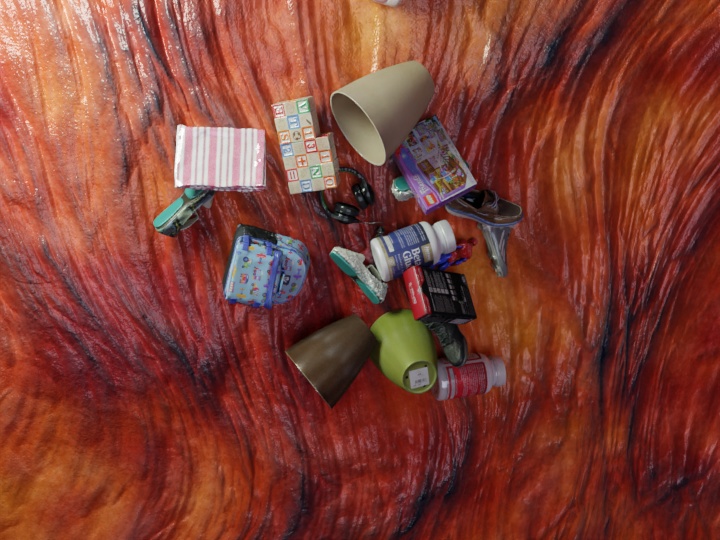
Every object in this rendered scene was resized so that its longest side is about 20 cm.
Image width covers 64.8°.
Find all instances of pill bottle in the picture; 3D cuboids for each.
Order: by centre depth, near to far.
[{"bbox_3d":[0.133,-0.056,1.417,0.197,0.111,0.113,-20,112,-5],"label":"pill bottle"},{"bbox_3d":[0.296,0.291,1.574,0.196,0.112,0.114,-6,110,-10],"label":"pill bottle"}]

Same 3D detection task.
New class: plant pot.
[{"bbox_3d":[0.066,-0.373,1.269,0.199,0.187,0.188,-40,113,-12],"label":"plant pot"},{"bbox_3d":[-0.060,0.212,1.448,0.199,0.186,0.188,-40,113,-12],"label":"plant pot"},{"bbox_3d":[0.126,0.226,1.466,0.184,0.200,0.190,-4,110,-11],"label":"plant pot"}]

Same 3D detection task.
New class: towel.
[{"bbox_3d":[-0.309,-0.251,1.257,0.196,0.030,0.149,0,77,-13],"label":"towel"}]

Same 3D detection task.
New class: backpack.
[{"bbox_3d":[-0.216,0.002,1.349,0.197,0.135,0.185,14,106,-20],"label":"backpack"}]

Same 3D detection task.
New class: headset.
[{"bbox_3d":[-0.013,-0.161,1.383,0.200,0.094,0.124,44,100,-7],"label":"headset"}]

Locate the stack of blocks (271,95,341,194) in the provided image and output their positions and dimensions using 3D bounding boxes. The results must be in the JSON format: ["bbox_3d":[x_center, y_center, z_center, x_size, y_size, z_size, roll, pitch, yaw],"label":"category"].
[{"bbox_3d":[-0.120,-0.285,1.288,0.113,0.059,0.203,-7,110,12],"label":"stack of blocks"}]

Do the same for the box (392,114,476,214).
[{"bbox_3d":[0.165,-0.250,1.335,0.135,0.039,0.202,-26,77,-5],"label":"box"}]

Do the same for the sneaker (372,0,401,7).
[{"bbox_3d":[0.083,-0.667,1.211,0.103,0.076,0.202,18,112,-13],"label":"sneaker"}]

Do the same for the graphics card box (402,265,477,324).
[{"bbox_3d":[0.199,0.063,1.409,0.198,0.127,0.051,7,151,-41],"label":"graphics card box"}]

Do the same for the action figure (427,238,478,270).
[{"bbox_3d":[0.224,-0.029,1.482,0.198,0.052,0.066,-30,118,-6],"label":"action figure"}]

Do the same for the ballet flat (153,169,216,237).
[{"bbox_3d":[-0.383,-0.153,1.299,0.199,0.074,0.074,-41,112,3],"label":"ballet flat"}]

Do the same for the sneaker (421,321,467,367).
[{"bbox_3d":[0.207,0.153,1.459,0.113,0.202,0.076,10,148,-42],"label":"sneaker"}]

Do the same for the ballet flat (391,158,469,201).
[{"bbox_3d":[0.169,-0.221,1.393,0.197,0.072,0.073,-18,112,-4],"label":"ballet flat"}]

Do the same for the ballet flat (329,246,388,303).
[{"bbox_3d":[0.000,0.000,1.441,0.072,0.072,0.200,-40,115,3],"label":"ballet flat"}]

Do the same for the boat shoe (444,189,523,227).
[{"bbox_3d":[0.310,-0.160,1.406,0.196,0.073,0.073,8,64,3],"label":"boat shoe"}]

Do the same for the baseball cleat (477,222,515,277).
[{"bbox_3d":[0.372,-0.082,1.485,0.105,0.070,0.202,-25,113,-2],"label":"baseball cleat"}]
